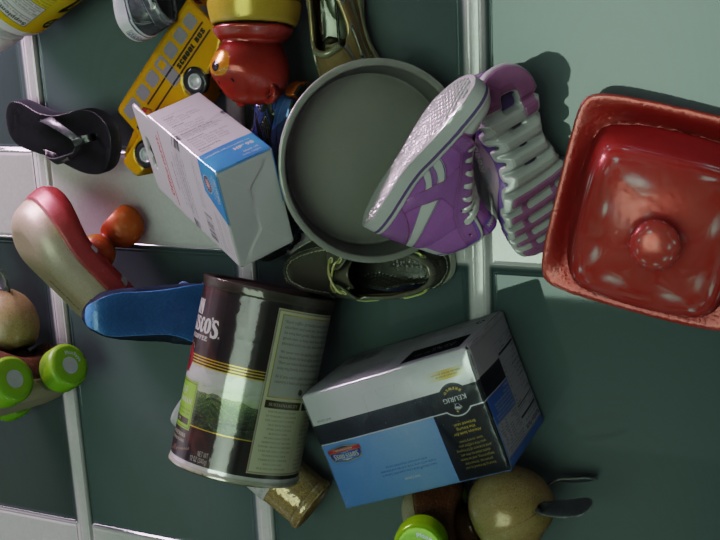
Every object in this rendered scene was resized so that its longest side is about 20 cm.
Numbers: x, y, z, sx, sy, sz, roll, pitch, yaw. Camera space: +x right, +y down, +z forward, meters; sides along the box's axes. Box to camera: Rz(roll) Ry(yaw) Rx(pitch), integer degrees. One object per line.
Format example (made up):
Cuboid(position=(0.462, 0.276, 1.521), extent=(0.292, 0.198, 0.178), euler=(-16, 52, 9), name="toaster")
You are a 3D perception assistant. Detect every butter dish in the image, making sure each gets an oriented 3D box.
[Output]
Cuboid(position=(0.266, -0.039, 0.976), extent=(0.198, 0.148, 0.202), euler=(15, 111, 13), name="butter dish")

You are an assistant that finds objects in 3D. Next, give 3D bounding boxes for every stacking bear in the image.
Cuboid(position=(-0.111, -0.268, 1.100), extent=(0.121, 0.113, 0.203), euler=(6, 97, 45), name="stacking bear")

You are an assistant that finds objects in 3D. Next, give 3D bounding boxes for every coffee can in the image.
Cuboid(position=(-0.116, 0.116, 1.173), extent=(0.145, 0.146, 0.202), euler=(12, 90, 22), name="coffee can")

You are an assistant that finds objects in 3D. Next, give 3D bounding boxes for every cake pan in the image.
Cuboid(position=(0.012, -0.110, 1.089), extent=(0.198, 0.037, 0.203), euler=(-3, 102, -14), name="cake pan")

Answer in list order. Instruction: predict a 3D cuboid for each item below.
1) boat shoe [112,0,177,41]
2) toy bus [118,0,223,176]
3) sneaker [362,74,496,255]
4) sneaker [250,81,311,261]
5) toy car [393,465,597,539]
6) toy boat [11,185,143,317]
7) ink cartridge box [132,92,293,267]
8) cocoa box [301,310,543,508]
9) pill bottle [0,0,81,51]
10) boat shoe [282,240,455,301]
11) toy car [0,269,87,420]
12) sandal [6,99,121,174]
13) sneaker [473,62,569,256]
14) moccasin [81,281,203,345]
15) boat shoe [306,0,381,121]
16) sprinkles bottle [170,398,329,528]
Cuboid(position=(-0.234, -0.349, 1.157), extent=(0.067, 0.071, 0.202), euler=(-16, 80, 34), name="boat shoe")
Cuboid(position=(-0.202, -0.199, 1.204), extent=(0.078, 0.065, 0.200), euler=(45, 117, 8), name="toy bus")
Cuboid(position=(0.093, -0.090, 1.016), extent=(0.113, 0.073, 0.201), euler=(25, 138, -10), name="sneaker")
Cuboid(position=(-0.092, -0.109, 1.184), extent=(0.078, 0.075, 0.202), euler=(18, 106, 33), name="sneaker")
Cuboid(position=(0.154, 0.267, 1.123), extent=(0.198, 0.164, 0.159), euler=(-26, 93, 16), name="toy car")
Cuboid(position=(-0.308, -0.025, 1.276), extent=(0.130, 0.131, 0.200), euler=(13, 148, 53), name="toy boat")
Cuboid(position=(-0.155, -0.105, 1.127), extent=(0.200, 0.066, 0.117), euler=(40, 150, 44), name="ink cartridge box")
Cuboid(position=(0.067, 0.145, 1.133), extent=(0.198, 0.133, 0.132), euler=(-19, 96, 27), name="cocoa box")
Cuboid(position=(-0.364, -0.335, 1.216), extent=(0.199, 0.114, 0.115), euler=(-26, 92, 29), name="pill bottle")
Cuboid(position=(0.000, -0.003, 1.166), extent=(0.200, 0.060, 0.073), euler=(-2, 103, 25), name="boat shoe")
Cuboid(position=(-0.459, 0.080, 1.356), extent=(0.163, 0.157, 0.202), euler=(-26, 81, 38), name="toy car")
Cuboid(position=(-0.354, -0.154, 1.278), extent=(0.199, 0.043, 0.077), euler=(12, 115, 35), name="sandal")
Cuboid(position=(0.143, -0.111, 1.066), extent=(0.088, 0.080, 0.202), euler=(31, 146, 60), name="sneaker")
Cuboid(position=(-0.216, 0.043, 1.231), extent=(0.068, 0.198, 0.081), euler=(2, 84, 61), name="moccasin")
Cuboid(position=(-0.023, -0.220, 1.109), extent=(0.071, 0.076, 0.202), euler=(-12, 99, 26), name="boat shoe")
Cuboid(position=(-0.130, 0.214, 1.282), extent=(0.199, 0.068, 0.069), euler=(38, 116, 11), name="sprinkles bottle")
